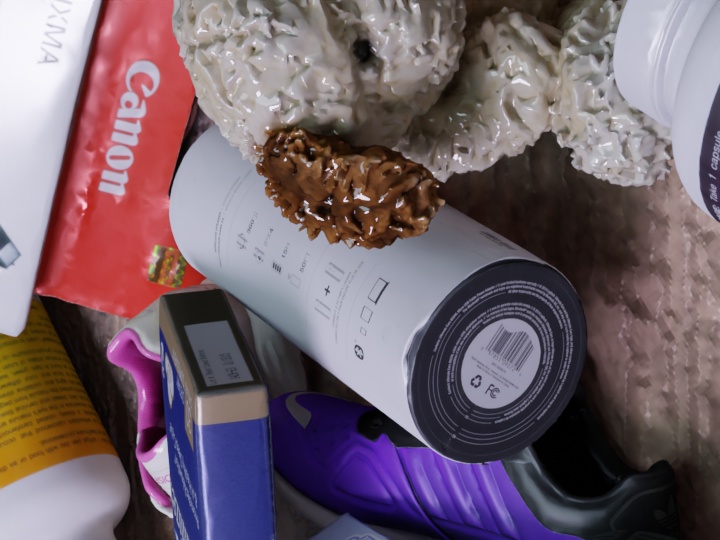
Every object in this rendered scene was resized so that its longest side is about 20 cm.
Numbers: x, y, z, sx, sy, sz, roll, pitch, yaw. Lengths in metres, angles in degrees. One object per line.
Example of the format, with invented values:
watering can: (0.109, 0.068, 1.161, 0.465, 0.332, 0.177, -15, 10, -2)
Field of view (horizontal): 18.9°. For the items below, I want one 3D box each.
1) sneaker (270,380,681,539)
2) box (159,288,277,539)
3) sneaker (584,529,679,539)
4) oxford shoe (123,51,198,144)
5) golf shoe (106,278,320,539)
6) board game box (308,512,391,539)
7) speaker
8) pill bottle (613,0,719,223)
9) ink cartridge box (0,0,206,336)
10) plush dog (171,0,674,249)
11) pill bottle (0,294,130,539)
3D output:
sneaker: (0.046, 0.071, 0.867, 0.199, 0.069, 0.100, 24, 114, 31)
box: (-0.053, 0.121, 0.865, 0.121, 0.032, 0.202, -125, 30, -70)
sneaker: (0.156, 0.160, 0.765, 0.199, 0.075, 0.088, 20, 132, 24)
oxford shoe: (-0.153, -0.063, 1.029, 0.199, 0.074, 0.071, -23, 83, 46)
golf shoe: (-0.059, 0.103, 0.962, 0.075, 0.091, 0.201, -17, 88, 44)
board game box: (0.065, 0.209, 0.810, 0.200, 0.043, 0.200, 23, 141, 55)
speaker: (0.000, 0.000, 0.852, 0.200, 0.081, 0.082, 33, 122, 53)
pill bottle: (0.177, -0.040, 0.674, 0.200, 0.112, 0.113, 37, 123, 33)
ink cartridge box: (-0.132, -0.062, 0.952, 0.172, 0.044, 0.201, 15, 118, -6)
plush dog: (0.003, -0.094, 0.793, 0.160, 0.171, 0.201, -33, 76, 44)
pill bottle: (-0.181, 0.092, 1.067, 0.111, 0.111, 0.201, -44, 68, 41)
